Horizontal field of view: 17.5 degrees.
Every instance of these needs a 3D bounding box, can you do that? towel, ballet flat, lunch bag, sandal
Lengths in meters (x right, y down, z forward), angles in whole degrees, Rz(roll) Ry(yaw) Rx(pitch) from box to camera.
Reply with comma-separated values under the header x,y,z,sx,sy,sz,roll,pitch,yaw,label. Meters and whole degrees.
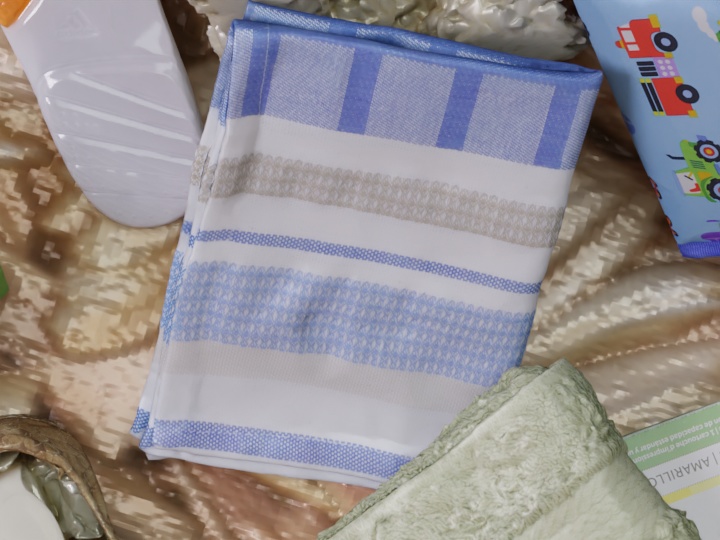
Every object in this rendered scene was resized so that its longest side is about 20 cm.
x,y,z,sx,sy,sz,roll,pitch,yaw,label
0.042,0.145,0.906,0.200,0.036,0.148,-39,81,6,towel
-0.106,0.148,0.902,0.070,0.065,0.200,-30,83,1,ballet flat
0.195,-0.079,0.857,0.094,0.200,0.151,-50,129,-29,lunch bag
-0.116,-0.118,0.961,0.079,0.059,0.207,-16,102,8,sandal
0.000,0.000,0.899,0.146,0.024,0.200,10,120,-10,towel

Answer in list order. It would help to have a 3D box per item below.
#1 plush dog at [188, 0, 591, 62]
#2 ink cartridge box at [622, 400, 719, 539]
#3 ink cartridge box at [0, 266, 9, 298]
x,y,z,sx,sy,sz,roll,pitch,yaw,label
-0.011,-0.146,0.949,0.199,0.161,0.172,6,60,-19,plush dog
0.174,0.150,0.943,0.145,0.048,0.200,-19,79,-10,ink cartridge box
-0.258,0.020,0.902,0.145,0.084,0.200,44,78,3,ink cartridge box
